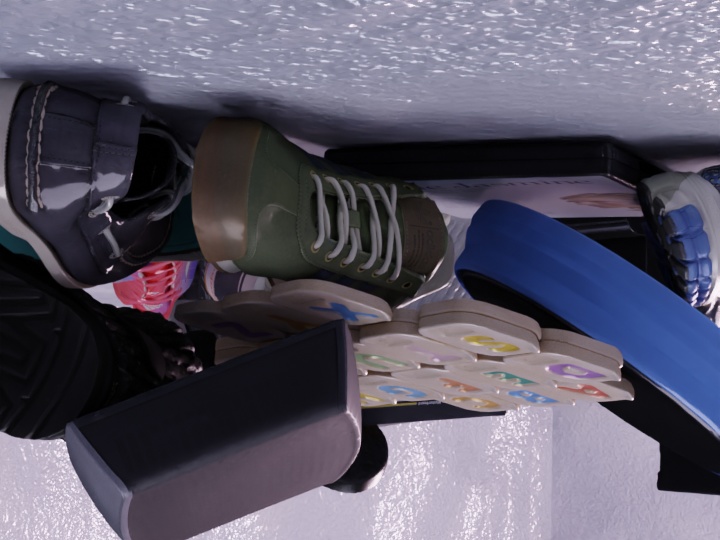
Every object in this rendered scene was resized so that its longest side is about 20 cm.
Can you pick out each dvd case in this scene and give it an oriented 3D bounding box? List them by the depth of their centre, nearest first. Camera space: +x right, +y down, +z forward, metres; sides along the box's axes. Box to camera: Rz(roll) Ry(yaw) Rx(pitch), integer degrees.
[{"bbox_3d":[0.084,-0.044,0.890,0.141,0.018,0.200,1,176,23],"label":"dvd case"}]

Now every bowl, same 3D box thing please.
[{"bbox_3d":[0.131,0.039,0.877,0.200,0.040,0.201,36,174,4],"label":"bowl"}]

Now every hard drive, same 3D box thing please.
[{"bbox_3d":[-0.060,0.082,0.792,0.134,0.043,0.200,-20,166,-8],"label":"hard drive"}]

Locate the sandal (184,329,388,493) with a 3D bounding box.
[{"bbox_3d":[-0.052,0.097,1.112,0.075,0.048,0.200,-9,-152,-37],"label":"sandal"}]

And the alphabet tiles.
[{"bbox_3d":[0.021,0.041,0.809,0.194,0.015,0.199,19,162,-34],"label":"alphabet tiles"}]

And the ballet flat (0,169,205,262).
[{"bbox_3d":[-0.140,-0.032,0.866,0.198,0.070,0.069,-1,176,21],"label":"ballet flat"}]

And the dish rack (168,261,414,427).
[{"bbox_3d":[-0.038,0.052,1.234,0.198,0.172,0.044,-7,139,-20],"label":"dish rack"}]

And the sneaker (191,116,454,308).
[{"bbox_3d":[-0.006,-0.023,0.762,0.089,0.068,0.200,3,171,11],"label":"sneaker"}]

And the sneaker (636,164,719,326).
[{"bbox_3d":[0.189,-0.010,0.857,0.084,0.078,0.200,-21,170,6],"label":"sneaker"}]

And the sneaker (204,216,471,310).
[{"bbox_3d":[-0.004,-0.006,1.080,0.199,0.079,0.079,-5,-165,-36],"label":"sneaker"}]

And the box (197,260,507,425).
[{"bbox_3d":[-0.009,0.036,1.141,0.160,0.050,0.200,-1,-157,-19],"label":"box"}]

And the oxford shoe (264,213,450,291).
[{"bbox_3d":[0.000,0.000,0.960,0.074,0.058,0.200,-2,-162,20],"label":"oxford shoe"}]

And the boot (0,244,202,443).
[{"bbox_3d":[-0.179,0.013,0.804,0.210,0.080,0.158,37,-176,11],"label":"boot"}]

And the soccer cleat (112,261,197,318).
[{"bbox_3d":[-0.122,-0.010,1.028,0.066,0.077,0.200,2,177,-5],"label":"soccer cleat"}]

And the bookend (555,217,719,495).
[{"bbox_3d":[0.220,0.066,1.166,0.197,0.202,0.092,2,176,-34],"label":"bookend"}]

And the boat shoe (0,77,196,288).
[{"bbox_3d":[-0.097,-0.031,0.714,0.062,0.073,0.200,4,172,8],"label":"boat shoe"}]
